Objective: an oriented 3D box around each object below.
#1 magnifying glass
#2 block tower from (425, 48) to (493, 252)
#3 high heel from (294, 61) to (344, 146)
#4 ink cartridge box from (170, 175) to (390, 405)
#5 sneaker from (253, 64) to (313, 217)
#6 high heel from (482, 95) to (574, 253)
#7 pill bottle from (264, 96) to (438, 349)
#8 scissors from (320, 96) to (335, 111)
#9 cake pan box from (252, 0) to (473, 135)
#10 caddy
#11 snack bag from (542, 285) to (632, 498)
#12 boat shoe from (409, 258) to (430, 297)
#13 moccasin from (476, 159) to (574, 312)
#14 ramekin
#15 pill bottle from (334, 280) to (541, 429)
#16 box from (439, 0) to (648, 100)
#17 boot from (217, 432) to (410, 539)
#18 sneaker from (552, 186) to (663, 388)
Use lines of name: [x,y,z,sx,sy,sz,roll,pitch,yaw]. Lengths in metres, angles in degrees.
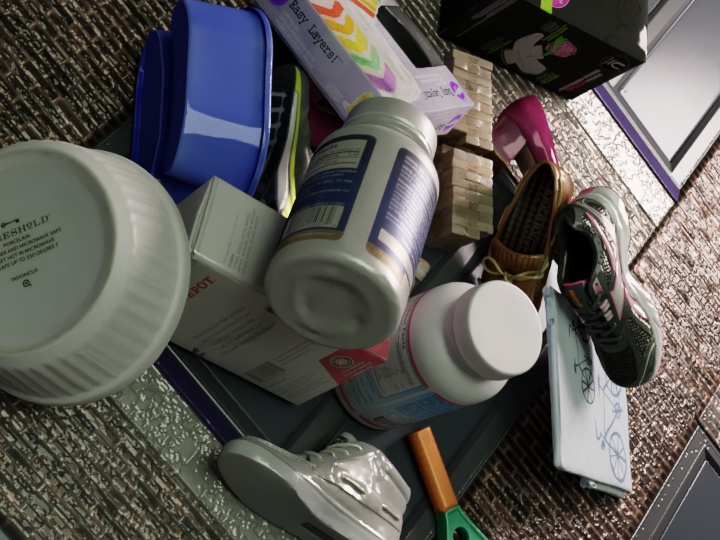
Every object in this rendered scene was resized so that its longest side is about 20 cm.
magnifying glass: [0.090,0.247,1.293,0.079,0.022,0.202,-19,86,-38]
block tower: [0.100,-0.121,1.399,0.054,0.058,0.202,14,69,-31]
high heel: [-0.018,-0.110,1.308,0.096,0.067,0.200,-45,100,1]
ink cartridge box: [-0.089,0.023,1.157,0.199,0.145,0.085,28,55,-26]
sneaker: [-0.065,-0.087,1.250,0.081,0.073,0.202,-2,98,-49]
high heel: [0.217,-0.093,1.452,0.096,0.067,0.200,-43,97,-25]
pill bottle: [0.001,-0.044,1.088,0.111,0.111,0.201,38,45,-20]
scissors: [-0.019,-0.131,1.342,0.073,0.014,0.202,5,72,-34]
cake pan box: [0.008,-0.207,1.298,0.185,0.052,0.200,56,27,9]
caddy: [-0.129,-0.138,1.186,0.104,0.141,0.202,11,70,-29]
snack bag: [0.230,0.129,1.386,0.199,0.021,0.191,24,61,-55]
boat shoe: [0.000,0.000,1.245,0.200,0.071,0.065,19,87,-61]
moccasin: [0.160,-0.012,1.359,0.203,0.073,0.078,-65,158,1]
ramekin: [-0.235,-0.004,1.023,0.094,0.200,0.205,42,41,-70]
pill bottle: [0.068,0.073,1.219,0.108,0.199,0.110,12,69,-32]
box: [0.205,-0.304,1.490,0.199,0.124,0.150,21,65,-30]
boot: [-0.037,0.181,1.200,0.200,0.073,0.096,43,49,-27]
sneaker: [0.231,0.024,1.344,0.086,0.080,0.202,-21,93,-47]
